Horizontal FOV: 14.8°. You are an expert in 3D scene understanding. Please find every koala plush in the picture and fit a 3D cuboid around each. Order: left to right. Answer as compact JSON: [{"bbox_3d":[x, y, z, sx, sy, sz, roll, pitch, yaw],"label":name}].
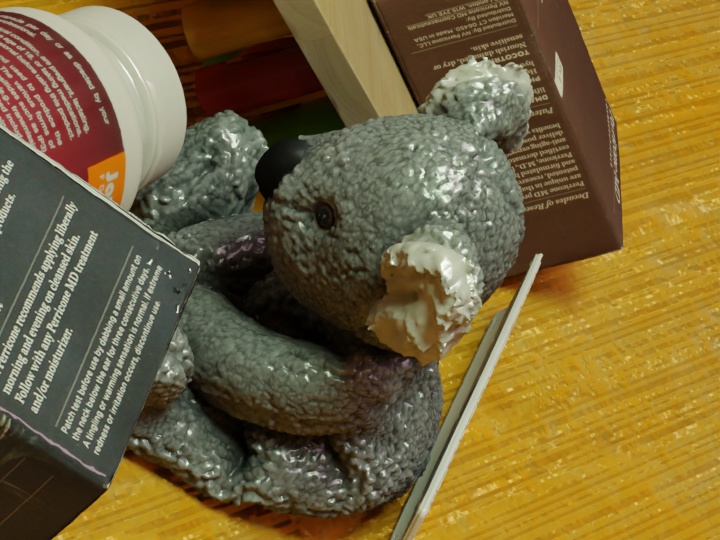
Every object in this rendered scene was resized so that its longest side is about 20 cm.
[{"bbox_3d":[0.000,0.000,1.209,0.184,0.200,0.178,36,40,-14],"label":"koala plush"}]

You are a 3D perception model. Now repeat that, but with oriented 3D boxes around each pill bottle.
[{"bbox_3d":[-0.165,-0.045,1.163,0.113,0.113,0.200,53,40,5],"label":"pill bottle"}]

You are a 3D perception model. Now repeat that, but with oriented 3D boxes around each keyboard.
[{"bbox_3d":[0.049,0.067,1.315,0.011,0.056,0.200,31,41,-2],"label":"keyboard"}]

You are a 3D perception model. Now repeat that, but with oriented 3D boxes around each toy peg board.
[{"bbox_3d":[-0.050,-0.154,1.314,0.199,0.097,0.201,58,22,-50],"label":"toy peg board"}]

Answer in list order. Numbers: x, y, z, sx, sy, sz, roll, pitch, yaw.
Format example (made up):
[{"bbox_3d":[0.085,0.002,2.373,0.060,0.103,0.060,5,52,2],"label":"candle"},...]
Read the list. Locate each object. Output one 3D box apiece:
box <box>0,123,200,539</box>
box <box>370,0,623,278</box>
[{"bbox_3d":[-0.200,0.030,1.002,0.196,0.200,0.124,36,42,-14],"label":"box"},{"bbox_3d":[0.070,-0.102,1.379,0.100,0.075,0.200,-88,160,-44],"label":"box"}]
